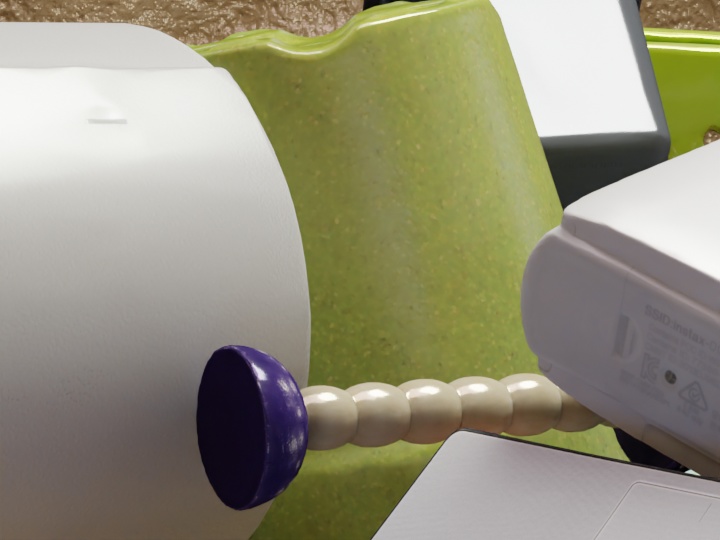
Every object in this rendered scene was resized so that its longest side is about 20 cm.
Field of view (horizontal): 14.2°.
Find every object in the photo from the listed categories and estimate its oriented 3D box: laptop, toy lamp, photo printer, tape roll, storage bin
[{"bbox_3d":[0.025,0.090,0.754,0.187,0.116,0.200,10,50,41],"label":"laptop"},{"bbox_3d":[0.049,0.043,0.931,0.200,0.058,0.058,-5,10,-28],"label":"toy lamp"},{"bbox_3d":[0.174,0.010,0.902,0.166,0.070,0.200,30,36,35],"label":"photo printer"},{"bbox_3d":[-0.132,0.017,0.966,0.139,0.203,0.203,-3,9,-43],"label":"tape roll"},{"bbox_3d":[0.061,-0.046,1.264,0.145,0.200,0.134,-3,46,-11],"label":"storage bin"}]

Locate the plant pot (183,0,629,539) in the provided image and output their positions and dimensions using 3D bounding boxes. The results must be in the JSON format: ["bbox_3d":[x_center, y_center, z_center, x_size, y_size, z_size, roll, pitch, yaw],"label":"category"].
[{"bbox_3d":[0.000,0.000,1.045,0.200,0.184,0.200,-11,7,1],"label":"plant pot"}]

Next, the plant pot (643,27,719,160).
[{"bbox_3d":[0.183,-0.039,1.592,0.200,0.182,0.199,2,7,0],"label":"plant pot"}]

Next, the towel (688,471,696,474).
[{"bbox_3d":[0.213,0.093,1.096,0.171,0.048,0.200,5,8,23],"label":"towel"}]
